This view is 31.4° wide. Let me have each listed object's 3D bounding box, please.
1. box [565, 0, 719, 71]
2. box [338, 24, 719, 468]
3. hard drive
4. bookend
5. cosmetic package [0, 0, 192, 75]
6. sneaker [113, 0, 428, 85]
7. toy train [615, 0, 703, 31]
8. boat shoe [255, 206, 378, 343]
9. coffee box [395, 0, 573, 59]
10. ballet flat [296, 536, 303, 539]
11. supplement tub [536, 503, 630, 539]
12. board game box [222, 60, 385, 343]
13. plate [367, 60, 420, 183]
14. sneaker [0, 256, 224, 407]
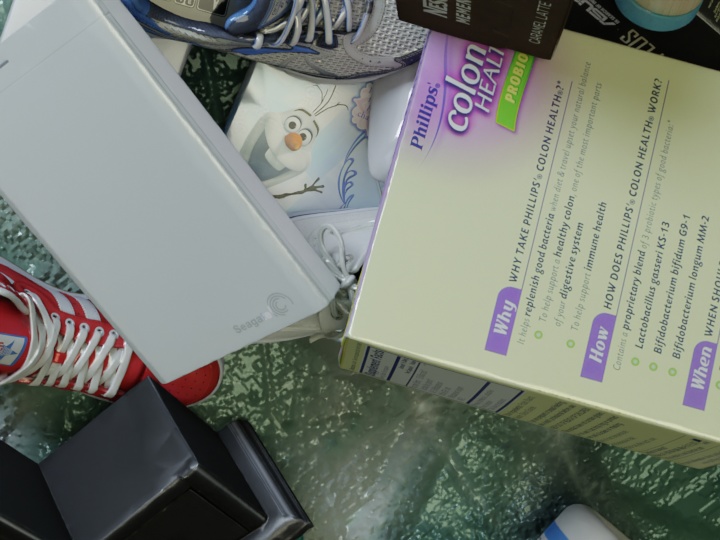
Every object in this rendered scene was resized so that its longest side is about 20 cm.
[{"bbox_3d":[0.211,-0.183,0.719,0.163,0.086,0.201,35,64,-13],"label":"box"},{"bbox_3d":[0.107,-0.015,0.638,0.199,0.097,0.177,15,77,0],"label":"box"},{"bbox_3d":[-0.119,-0.040,0.669,0.132,0.026,0.200,-25,111,34],"label":"hard drive"},{"bbox_3d":[-0.163,0.137,0.708,0.200,0.092,0.199,-38,140,-1],"label":"bookend"},{"bbox_3d":[-0.135,-0.161,0.719,0.101,0.074,0.201,18,96,-11],"label":"cosmetic package"},{"bbox_3d":[-0.044,-0.136,0.661,0.199,0.085,0.078,4,100,-13],"label":"sneaker"},{"bbox_3d":[0.205,-0.191,0.590,0.199,0.116,0.085,-31,72,-18],"label":"toy train"},{"bbox_3d":[0.002,0.005,0.717,0.201,0.086,0.075,-9,101,-6],"label":"boat shoe"},{"bbox_3d":[0.079,-0.208,0.558,0.079,0.114,0.201,16,85,6],"label":"coffee box"},{"bbox_3d":[-0.057,0.261,0.815,0.068,0.068,0.201,-8,91,3],"label":"ballet flat"},{"bbox_3d":[0.118,0.260,0.803,0.132,0.132,0.200,41,91,-13],"label":"supplement tub"},{"bbox_3d":[0.013,-0.055,0.775,0.199,0.043,0.200,23,96,-12],"label":"board game box"},{"bbox_3d":[0.108,-0.139,0.745,0.198,0.032,0.201,6,81,-14],"label":"plate"},{"bbox_3d":[-0.172,0.043,0.729,0.199,0.112,0.072,20,97,-12],"label":"sneaker"}]
